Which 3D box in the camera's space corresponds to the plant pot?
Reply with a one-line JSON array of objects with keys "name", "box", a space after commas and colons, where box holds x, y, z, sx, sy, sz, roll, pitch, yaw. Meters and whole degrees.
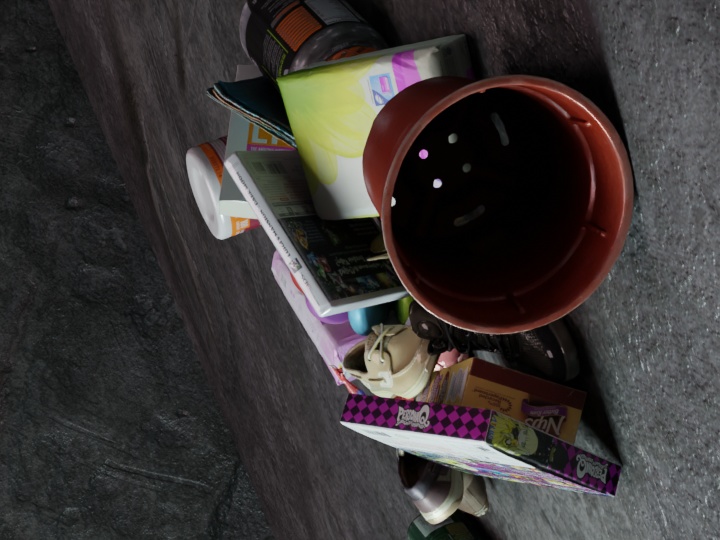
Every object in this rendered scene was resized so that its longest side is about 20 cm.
[{"name": "plant pot", "box": [0.093, -0.074, 1.201, 0.195, 0.200, 0.202, -129, 22, -70]}]

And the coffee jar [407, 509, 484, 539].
[{"name": "coffee jar", "box": [0.133, 0.378, 1.799, 0.200, 0.085, 0.105, -137, 32, -60]}]

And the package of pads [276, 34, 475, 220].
[{"name": "package of pads", "box": [0.028, -0.130, 1.397, 0.199, 0.068, 0.155, -3, 109, 40]}]

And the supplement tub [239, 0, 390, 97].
[{"name": "supplement tub", "box": [-0.042, -0.228, 1.563, 0.200, 0.122, 0.123, -127, 23, -48]}]

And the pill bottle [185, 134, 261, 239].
[{"name": "pill bottle", "box": [-0.095, -0.121, 1.733, 0.114, 0.199, 0.115, 159, 90, -75]}]

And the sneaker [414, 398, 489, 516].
[{"name": "sneaker", "box": [0.097, 0.229, 1.770, 0.076, 0.070, 0.200, 53, -176, -28]}]

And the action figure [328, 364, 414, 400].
[{"name": "action figure", "box": [0.026, 0.126, 1.735, 0.099, 0.065, 0.200, 53, -173, 2]}]

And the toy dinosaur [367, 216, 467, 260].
[{"name": "toy dinosaur", "box": [0.052, -0.044, 1.485, 0.058, 0.101, 0.200, 55, -170, -18]}]

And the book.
[{"name": "book", "box": [-0.084, -0.142, 1.648, 0.048, 0.133, 0.201, 100, 174, -55]}]

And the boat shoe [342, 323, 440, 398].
[{"name": "boat shoe", "box": [0.032, 0.090, 1.530, 0.065, 0.072, 0.200, 28, 163, -10]}]

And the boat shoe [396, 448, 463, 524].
[{"name": "boat shoe", "box": [0.073, 0.205, 1.681, 0.065, 0.072, 0.200, 48, -161, -26]}]

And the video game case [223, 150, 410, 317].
[{"name": "video game case", "box": [-0.036, -0.042, 1.480, 0.182, 0.023, 0.200, 57, -156, 11]}]

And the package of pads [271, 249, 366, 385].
[{"name": "package of pads", "box": [-0.018, 0.039, 1.826, 0.076, 0.120, 0.200, 87, 157, -47]}]

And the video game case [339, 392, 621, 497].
[{"name": "video game case", "box": [0.110, 0.162, 1.363, 0.200, 0.181, 0.036, 0, 69, 51]}]

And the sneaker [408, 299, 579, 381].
[{"name": "sneaker", "box": [0.120, 0.059, 1.392, 0.199, 0.114, 0.077, 44, 151, 48]}]

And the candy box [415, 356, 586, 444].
[{"name": "candy box", "box": [0.129, 0.135, 1.432, 0.200, 0.116, 0.057, 139, 148, -74]}]

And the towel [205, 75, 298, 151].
[{"name": "towel", "box": [-0.052, -0.152, 1.571, 0.200, 0.147, 0.022, 32, 110, 15]}]

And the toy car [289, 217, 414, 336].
[{"name": "toy car", "box": [0.000, 0.000, 1.655, 0.200, 0.149, 0.176, -128, 24, -49]}]

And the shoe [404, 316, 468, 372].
[{"name": "shoe", "box": [0.100, 0.112, 1.617, 0.091, 0.071, 0.200, 58, 166, 32]}]
